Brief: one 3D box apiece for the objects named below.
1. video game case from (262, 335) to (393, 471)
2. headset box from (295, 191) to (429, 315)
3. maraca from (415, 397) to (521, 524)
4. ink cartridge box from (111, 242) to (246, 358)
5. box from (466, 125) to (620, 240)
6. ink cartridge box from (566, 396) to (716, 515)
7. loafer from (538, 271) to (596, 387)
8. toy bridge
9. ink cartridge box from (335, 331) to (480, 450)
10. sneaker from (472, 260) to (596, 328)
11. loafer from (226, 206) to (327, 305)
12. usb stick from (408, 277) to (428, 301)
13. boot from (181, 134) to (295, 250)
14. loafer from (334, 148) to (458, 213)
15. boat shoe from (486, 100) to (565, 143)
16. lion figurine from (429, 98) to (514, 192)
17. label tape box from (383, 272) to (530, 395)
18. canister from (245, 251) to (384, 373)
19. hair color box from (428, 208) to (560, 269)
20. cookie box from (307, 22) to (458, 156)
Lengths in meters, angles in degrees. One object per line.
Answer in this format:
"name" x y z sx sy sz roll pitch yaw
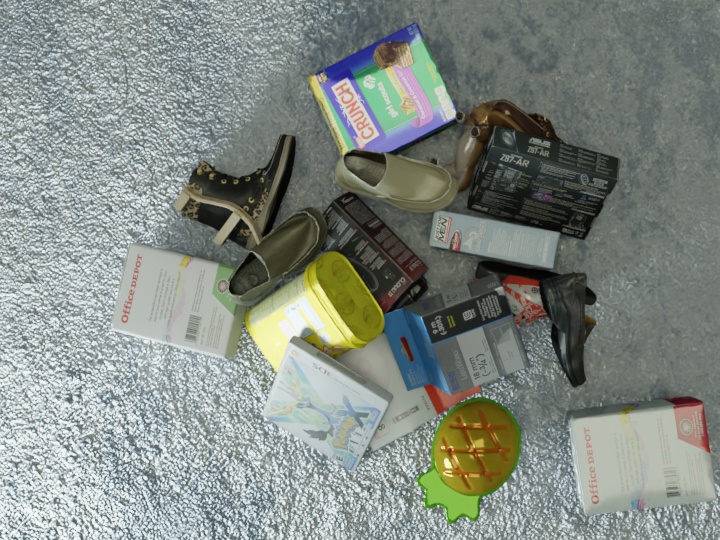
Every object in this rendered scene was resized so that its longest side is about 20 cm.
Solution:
"video game case" -0.056 0.213 1.720 0.181 0.022 0.201 30 136 7
"headset box" 0.000 0.000 1.731 0.200 0.075 0.149 44 120 6
"maraca" 0.170 0.297 1.713 0.136 0.107 0.202 31 92 14
"ink cartridge box" -0.289 0.048 1.785 0.197 0.084 0.147 13 90 6
"box" 0.277 -0.131 1.676 0.197 0.161 0.044 14 56 -1
"ink cartridge box" 0.421 0.279 1.664 0.196 0.145 0.148 -7 87 6
"loafer" 0.331 0.094 1.685 0.071 0.073 0.202 -18 123 -1
"toy bridge" -0.210 -0.071 1.751 0.199 0.027 0.067 41 110 0
"ink cartridge box" 0.070 0.171 1.759 0.198 0.057 0.164 -29 85 10
"sneaker" 0.266 0.057 1.735 0.198 0.067 0.109 12 112 -8
"loafer" -0.131 -0.017 1.684 0.200 0.070 0.075 -45 84 10
"usb stick" 0.028 -0.029 1.777 0.055 0.033 0.200 -43 84 -2
"boot" -0.198 -0.145 1.787 0.149 0.073 0.203 21 99 7
"loafer" 0.052 -0.140 1.675 0.197 0.068 0.077 9 76 11
"boat shoe" 0.268 -0.206 1.694 0.070 0.200 0.071 24 78 48
"lion figurine" 0.173 -0.188 1.740 0.072 0.122 0.201 41 110 20
"label tape box" 0.144 0.109 1.680 0.197 0.063 0.146 -21 111 6
"canister" -0.076 0.077 1.706 0.199 0.086 0.150 -31 96 43
"hair color box" 0.210 -0.048 1.721 0.197 0.099 0.062 10 90 7
"cookie box" 0.038 -0.274 1.760 0.198 0.075 0.173 -26 87 6
